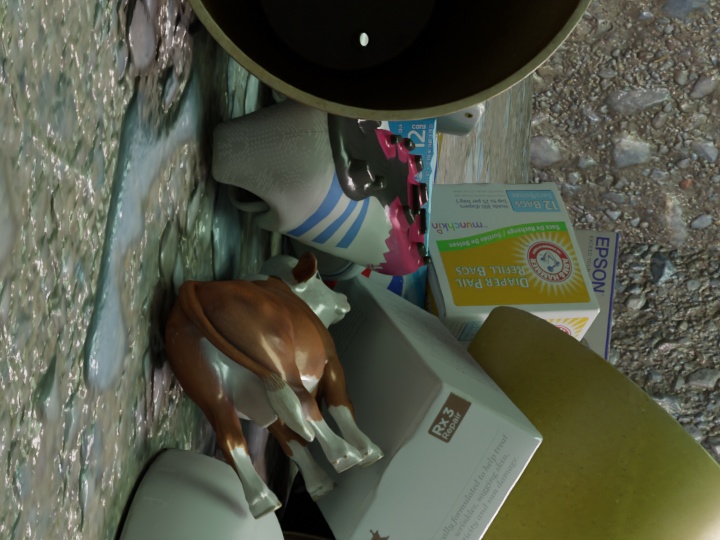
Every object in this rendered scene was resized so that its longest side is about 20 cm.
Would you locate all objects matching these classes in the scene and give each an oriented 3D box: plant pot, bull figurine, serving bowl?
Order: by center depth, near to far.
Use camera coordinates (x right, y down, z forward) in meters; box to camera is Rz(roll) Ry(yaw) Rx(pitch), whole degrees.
[{"bbox_3d":[0.004,-0.148,0.835,0.200,0.184,0.189,148,-52,-85],"label":"plant pot"},{"bbox_3d":[-0.068,0.185,0.864,0.200,0.065,0.202,6,90,-81],"label":"serving bowl"},{"bbox_3d":[-0.040,0.048,0.907,0.122,0.065,0.200,60,13,8],"label":"bull figurine"},{"bbox_3d":[0.105,0.140,1.070,0.142,0.200,0.200,-47,162,-11],"label":"plant pot"}]

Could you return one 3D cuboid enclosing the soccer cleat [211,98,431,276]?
[{"bbox_3d":[-0.018,-0.044,0.967,0.200,0.085,0.071,46,39,-69],"label":"soccer cleat"}]

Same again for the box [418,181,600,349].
[{"bbox_3d":[0.062,0.041,1.232,0.201,0.111,0.102,114,-33,-50],"label":"box"}]

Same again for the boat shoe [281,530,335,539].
[{"bbox_3d":[0.010,0.190,0.959,0.072,0.199,0.068,-62,169,-6],"label":"boat shoe"}]

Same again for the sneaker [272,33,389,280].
[{"bbox_3d":[-0.023,-0.092,1.041,0.071,0.072,0.202,-16,108,-61],"label":"sneaker"}]

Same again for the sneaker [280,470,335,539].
[{"bbox_3d":[-0.028,0.199,1.195,0.091,0.075,0.202,-33,127,-62],"label":"sneaker"}]

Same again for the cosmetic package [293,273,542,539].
[{"bbox_3d":[0.018,0.082,1.020,0.102,0.074,0.200,-58,-157,9],"label":"cosmetic package"}]

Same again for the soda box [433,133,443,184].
[{"bbox_3d":[0.026,-0.106,1.344,0.068,0.063,0.202,76,21,-67],"label":"soda box"}]

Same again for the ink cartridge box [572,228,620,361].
[{"bbox_3d":[0.086,0.056,1.391,0.043,0.198,0.200,83,15,-67],"label":"ink cartridge box"}]

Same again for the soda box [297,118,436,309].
[{"bbox_3d":[0.000,0.000,1.150,0.068,0.064,0.202,-148,-121,-65],"label":"soda box"}]

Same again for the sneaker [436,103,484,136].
[{"bbox_3d":[0.030,-0.144,1.165,0.200,0.114,0.074,68,30,-70],"label":"sneaker"}]
